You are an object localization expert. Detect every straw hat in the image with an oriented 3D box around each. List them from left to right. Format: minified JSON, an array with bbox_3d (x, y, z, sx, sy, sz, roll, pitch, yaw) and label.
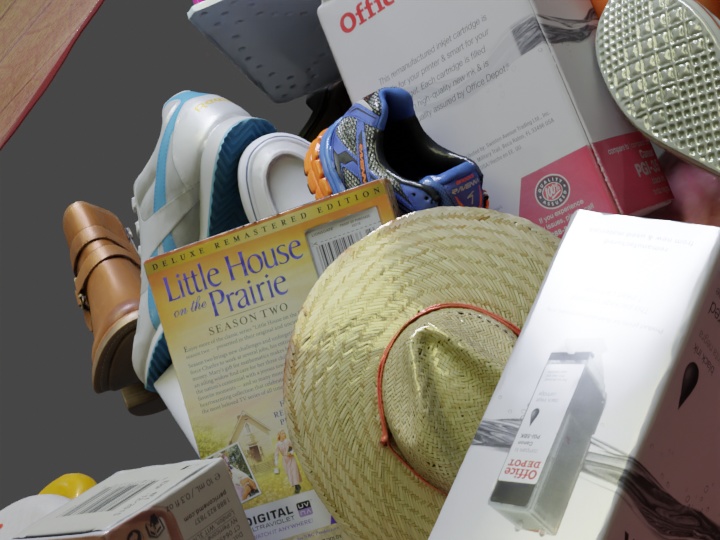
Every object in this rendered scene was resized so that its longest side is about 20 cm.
[{"bbox_3d":[0.053,0.066,0.655,0.202,0.201,0.085,-49,-4,1],"label":"straw hat"}]

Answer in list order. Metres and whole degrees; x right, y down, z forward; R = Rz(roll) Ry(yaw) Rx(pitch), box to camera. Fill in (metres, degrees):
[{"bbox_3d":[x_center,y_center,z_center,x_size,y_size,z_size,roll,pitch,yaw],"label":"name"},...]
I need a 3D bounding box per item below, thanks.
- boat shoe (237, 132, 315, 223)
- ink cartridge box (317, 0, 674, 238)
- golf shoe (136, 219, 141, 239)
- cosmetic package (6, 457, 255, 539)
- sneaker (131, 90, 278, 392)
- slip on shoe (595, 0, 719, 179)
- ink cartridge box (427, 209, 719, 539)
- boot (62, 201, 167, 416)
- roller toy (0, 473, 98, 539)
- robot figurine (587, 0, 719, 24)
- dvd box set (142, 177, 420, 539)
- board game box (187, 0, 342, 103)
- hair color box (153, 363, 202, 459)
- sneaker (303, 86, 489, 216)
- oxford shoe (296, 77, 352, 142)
[{"bbox_3d":[0.000,0.000,0.808,0.073,0.201,0.065,-40,7,-10],"label":"boat shoe"},{"bbox_3d":[0.079,-0.103,0.810,0.146,0.082,0.203,-26,84,39],"label":"ink cartridge box"},{"bbox_3d":[-0.054,-0.022,0.941,0.197,0.079,0.094,9,15,17],"label":"golf shoe"},{"bbox_3d":[-0.092,0.209,0.697,0.103,0.202,0.087,-16,9,44],"label":"cosmetic package"},{"bbox_3d":[-0.111,-0.017,0.878,0.080,0.076,0.203,32,113,37],"label":"sneaker"},{"bbox_3d":[0.201,-0.087,0.720,0.200,0.061,0.075,46,119,34],"label":"slip on shoe"},{"bbox_3d":[0.119,0.099,0.600,0.082,0.147,0.202,9,65,41],"label":"ink cartridge box"},{"bbox_3d":[-0.181,0.013,1.009,0.076,0.200,0.157,-21,74,-4],"label":"boot"},{"bbox_3d":[-0.205,0.246,0.869,0.201,0.140,0.182,-54,32,-7],"label":"roller toy"},{"bbox_3d":[0.190,-0.172,0.821,0.116,0.146,0.199,-22,16,-34],"label":"robot figurine"},{"bbox_3d":[-0.023,0.068,0.726,0.144,0.203,0.029,-19,-3,10],"label":"dvd box set"},{"bbox_3d":[-0.002,-0.193,0.949,0.197,0.200,0.026,-21,76,10],"label":"board game box"},{"bbox_3d":[-0.037,0.106,0.822,0.099,0.060,0.200,-47,50,6],"label":"hair color box"},{"bbox_3d":[0.045,-0.020,0.749,0.075,0.200,0.079,-27,-20,-44],"label":"sneaker"},{"bbox_3d":[-0.004,-0.089,1.027,0.083,0.073,0.202,-12,52,29],"label":"oxford shoe"}]
